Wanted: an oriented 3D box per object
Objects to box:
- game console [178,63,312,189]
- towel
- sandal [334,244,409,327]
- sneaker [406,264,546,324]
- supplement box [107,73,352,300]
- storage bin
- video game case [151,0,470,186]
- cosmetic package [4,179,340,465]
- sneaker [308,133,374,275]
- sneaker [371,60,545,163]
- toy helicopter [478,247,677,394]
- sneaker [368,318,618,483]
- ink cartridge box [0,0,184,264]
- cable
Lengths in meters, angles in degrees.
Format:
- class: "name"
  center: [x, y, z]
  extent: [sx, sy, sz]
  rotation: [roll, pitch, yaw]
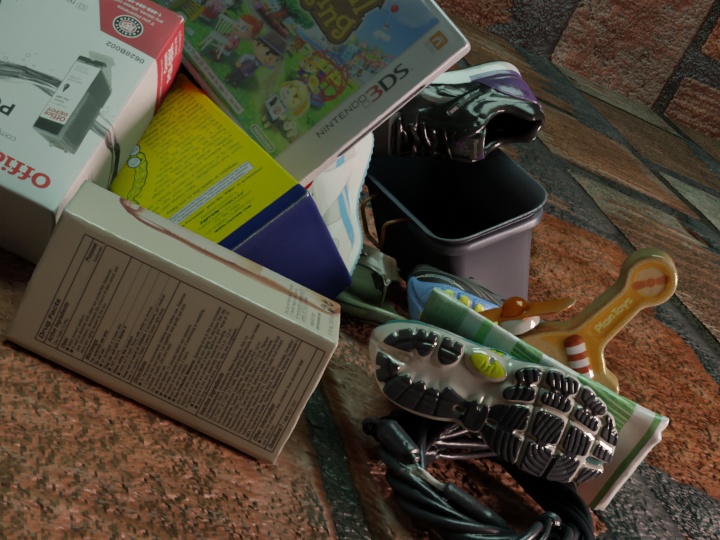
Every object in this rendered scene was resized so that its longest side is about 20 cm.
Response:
- class: "game console"
  center: [-0.114, -0.182, 1.334]
  extent: [0.199, 0.173, 0.119]
  rotation: [18, 58, 14]
- class: "towel"
  center: [0.126, 0.100, 1.242]
  extent: [0.199, 0.153, 0.023]
  rotation: [31, 58, 7]
- class: "sandal"
  center: [-0.001, -0.001, 1.452]
  extent: [0.079, 0.058, 0.201]
  rotation: [21, 18, -22]
- class: "sneaker"
  center: [0.120, 0.047, 1.438]
  extent: [0.199, 0.071, 0.083]
  rotation: [28, 23, -30]
- class: "supplement box"
  center: [-0.115, -0.042, 1.238]
  extent: [0.200, 0.109, 0.109]
  rotation: [44, -14, 42]
- class: "storage bin"
  center: [0.076, -0.035, 1.535]
  extent: [0.145, 0.135, 0.200]
  rotation: [-22, 39, -20]
- class: "video game case"
  center: [-0.046, -0.190, 1.254]
  extent: [0.200, 0.182, 0.022]
  rotation: [51, -1, 10]
- class: "cosmetic package"
  center: [-0.123, 0.033, 1.087]
  extent: [0.199, 0.104, 0.087]
  rotation: [28, 15, -8]
- class: "sneaker"
  center: [-0.044, -0.058, 1.398]
  extent: [0.081, 0.076, 0.201]
  rotation: [30, 50, -35]
- class: "sneaker"
  center: [0.075, -0.137, 1.500]
  extent: [0.199, 0.076, 0.088]
  rotation: [-17, 45, -13]
- class: "toy helicopter"
  center: [0.174, 0.051, 1.331]
  extent: [0.132, 0.200, 0.079]
  rotation: [43, 15, -10]
- class: "sneaker"
  center: [0.098, 0.086, 1.176]
  extent: [0.199, 0.078, 0.080]
  rotation: [28, 8, -8]
- class: "ink cartridge box"
  center: [-0.239, -0.125, 1.190]
  extent: [0.146, 0.083, 0.201]
  rotation: [25, 60, 3]
- class: "cable"
  center: [0.102, 0.156, 1.167]
  extent: [0.199, 0.051, 0.163]
  rotation: [15, 19, -41]
